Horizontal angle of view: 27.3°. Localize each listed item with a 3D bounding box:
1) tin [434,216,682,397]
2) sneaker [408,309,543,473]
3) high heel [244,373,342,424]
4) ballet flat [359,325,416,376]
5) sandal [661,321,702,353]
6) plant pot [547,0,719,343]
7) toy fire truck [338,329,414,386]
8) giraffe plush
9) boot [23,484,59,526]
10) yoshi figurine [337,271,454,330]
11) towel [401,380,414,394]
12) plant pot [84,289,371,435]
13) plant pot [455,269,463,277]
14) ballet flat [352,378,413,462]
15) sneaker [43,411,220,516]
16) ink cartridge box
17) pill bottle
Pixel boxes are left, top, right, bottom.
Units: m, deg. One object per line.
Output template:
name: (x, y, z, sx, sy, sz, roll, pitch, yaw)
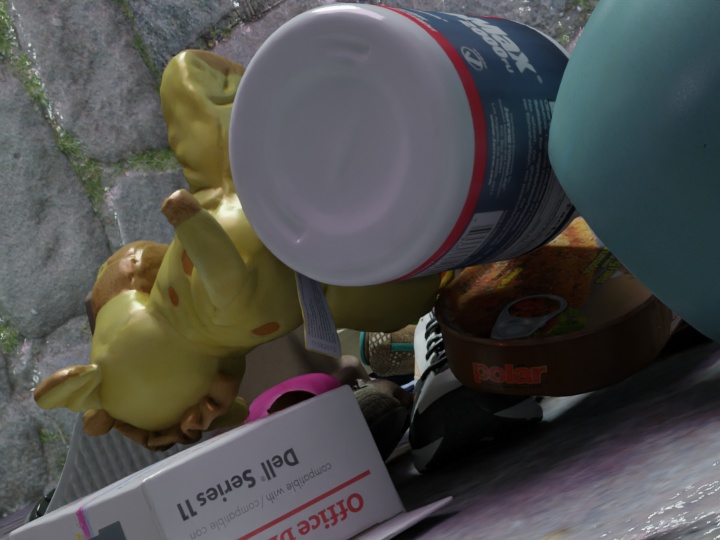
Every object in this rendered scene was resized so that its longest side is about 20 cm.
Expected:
tin: (0.115, 0.006, 0.756, 0.112, 0.042, 0.200, -3, 22, 33)
sneaker: (0.053, 0.055, 0.809, 0.074, 0.080, 0.200, -22, 1, 6)
high heel: (-0.031, 0.100, 0.873, 0.096, 0.067, 0.200, -37, 8, 31)
ballet flat: (0.057, 0.051, 1.196, 0.065, 0.071, 0.200, 3, 10, 17)
sandal: (0.164, 0.014, 0.847, 0.082, 0.055, 0.200, -25, 4, -39)
plant pot: (0.175, -0.064, 0.606, 0.161, 0.201, 0.201, -47, -10, 22)
toy fire truck: (-0.024, 0.086, 1.379, 0.176, 0.129, 0.200, -31, 8, 4)
giraffe plush: (-0.072, 0.015, 0.743, 0.162, 0.172, 0.200, -43, 24, 30)
boot: (-0.222, 0.206, 1.102, 0.131, 0.068, 0.200, -36, -6, 14)
yoshi figurine: (0.010, -0.011, 0.962, 0.112, 0.113, 0.200, 15, -13, -9)
towel: (0.017, 0.109, 1.209, 0.200, 0.024, 0.147, -25, -2, 0)
plant pot: (-0.108, 0.068, 1.066, 0.200, 0.175, 0.200, -27, 5, 3)
plant pot: (0.128, -0.027, 1.003, 0.200, 0.200, 0.179, -25, 15, 15)
ballet flat: (-0.002, 0.086, 0.825, 0.067, 0.046, 0.200, -55, -7, 6)
sneaker: (-0.124, 0.100, 0.879, 0.201, 0.075, 0.105, -61, -6, 14)
ink cartridge box: (-0.063, 0.111, 0.668, 0.117, 0.067, 0.200, -23, -2, -37)
pill bottle: (0.043, -0.060, 0.695, 0.119, 0.120, 0.200, -25, -9, 33)
